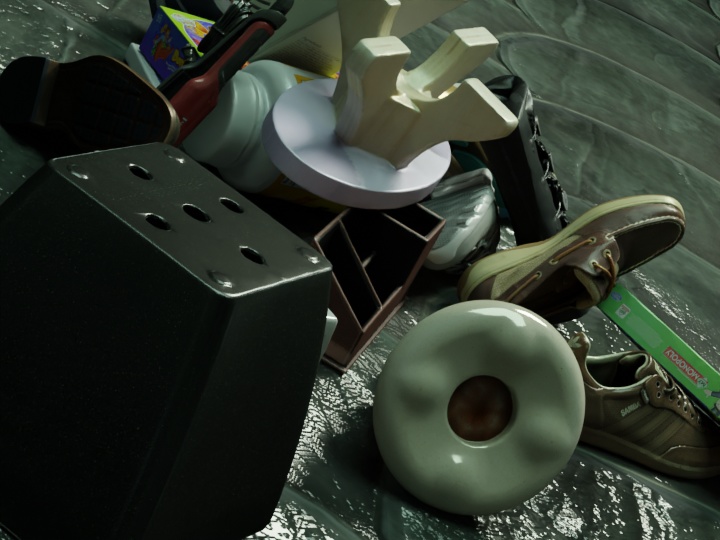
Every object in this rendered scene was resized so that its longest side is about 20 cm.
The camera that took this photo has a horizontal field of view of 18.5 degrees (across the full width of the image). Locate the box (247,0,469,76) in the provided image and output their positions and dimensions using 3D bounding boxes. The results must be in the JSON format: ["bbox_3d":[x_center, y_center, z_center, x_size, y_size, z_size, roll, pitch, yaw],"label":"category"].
[{"bbox_3d":[-0.001,-0.225,1.795,0.082,0.200,0.069,23,51,-47],"label":"box"}]

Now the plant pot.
[{"bbox_3d":[-0.130,0.040,1.265,0.199,0.178,0.200,37,20,17],"label":"plant pot"}]

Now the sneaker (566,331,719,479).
[{"bbox_3d":[0.226,0.106,1.729,0.199,0.076,0.071,17,24,-31],"label":"sneaker"}]

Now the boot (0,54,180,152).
[{"bbox_3d":[-0.179,-0.116,1.661,0.200,0.075,0.097,19,0,44],"label":"boot"}]

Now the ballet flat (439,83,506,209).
[{"bbox_3d":[0.095,-0.128,1.949,0.068,0.063,0.200,21,-16,40],"label":"ballet flat"}]

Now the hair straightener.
[{"bbox_3d":[-0.125,-0.170,1.743,0.041,0.200,0.077,34,10,-40],"label":"hair straightener"}]

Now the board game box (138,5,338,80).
[{"bbox_3d":[-0.079,-0.157,1.933,0.199,0.045,0.135,13,26,-38],"label":"board game box"}]

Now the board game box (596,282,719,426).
[{"bbox_3d":[0.288,0.101,1.818,0.200,0.029,0.135,46,4,41],"label":"board game box"}]

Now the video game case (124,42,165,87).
[{"bbox_3d":[-0.101,-0.132,1.935,0.199,0.018,0.143,18,24,-29],"label":"video game case"}]

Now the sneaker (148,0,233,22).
[{"bbox_3d":[-0.119,-0.218,2.039,0.200,0.108,0.070,48,43,-51],"label":"sneaker"}]

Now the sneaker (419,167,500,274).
[{"bbox_3d":[0.091,-0.029,1.857,0.200,0.074,0.082,-49,122,-70],"label":"sneaker"}]

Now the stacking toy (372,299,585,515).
[{"bbox_3d":[0.063,0.076,1.549,0.146,0.147,0.200,24,6,-15],"label":"stacking toy"}]

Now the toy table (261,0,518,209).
[{"bbox_3d":[0.024,-0.132,1.701,0.184,0.117,0.200,40,29,8],"label":"toy table"}]

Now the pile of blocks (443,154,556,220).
[{"bbox_3d":[0.109,-0.082,2.064,0.062,0.082,0.200,-9,-19,38],"label":"pile of blocks"}]

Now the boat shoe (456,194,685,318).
[{"bbox_3d":[0.181,0.003,1.808,0.199,0.072,0.072,-20,46,-7],"label":"boat shoe"}]

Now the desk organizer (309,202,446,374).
[{"bbox_3d":[0.000,0.000,1.674,0.072,0.077,0.200,31,20,5],"label":"desk organizer"}]

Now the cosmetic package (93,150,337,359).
[{"bbox_3d":[-0.115,0.003,1.525,0.101,0.074,0.200,9,26,-42],"label":"cosmetic package"}]

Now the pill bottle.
[{"bbox_3d":[-0.045,-0.109,1.820,0.199,0.110,0.109,12,26,-37],"label":"pill bottle"}]

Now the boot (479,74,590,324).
[{"bbox_3d":[0.143,-0.077,1.904,0.165,0.065,0.201,-100,166,-64],"label":"boot"}]
